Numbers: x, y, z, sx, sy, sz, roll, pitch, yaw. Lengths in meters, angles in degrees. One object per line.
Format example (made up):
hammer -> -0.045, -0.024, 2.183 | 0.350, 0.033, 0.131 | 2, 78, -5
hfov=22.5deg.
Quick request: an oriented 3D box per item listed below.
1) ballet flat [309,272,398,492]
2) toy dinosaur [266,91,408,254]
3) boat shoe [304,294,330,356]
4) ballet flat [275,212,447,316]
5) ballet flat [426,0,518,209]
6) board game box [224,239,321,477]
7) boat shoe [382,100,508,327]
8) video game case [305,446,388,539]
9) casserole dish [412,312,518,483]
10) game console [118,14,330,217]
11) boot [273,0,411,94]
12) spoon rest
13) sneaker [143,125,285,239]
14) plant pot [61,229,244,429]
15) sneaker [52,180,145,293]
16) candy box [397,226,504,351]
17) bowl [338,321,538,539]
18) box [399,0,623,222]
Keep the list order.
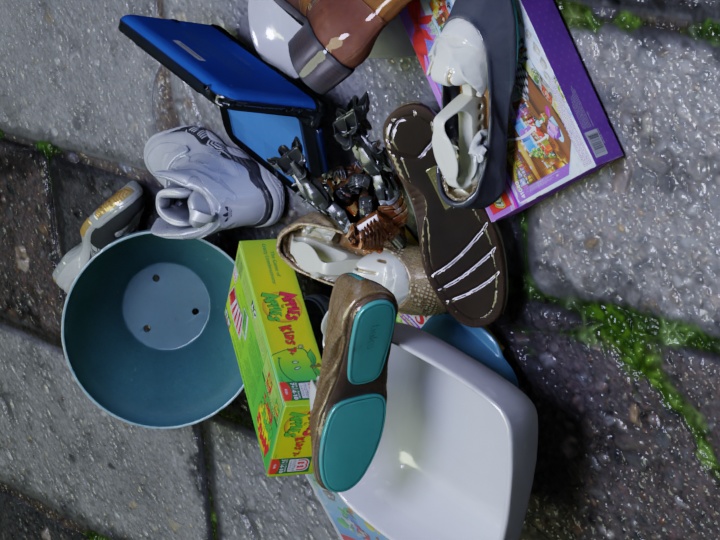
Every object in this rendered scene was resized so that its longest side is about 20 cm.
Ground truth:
ballet flat -> -0.014, 0.088, 1.520 | 0.072, 0.067, 0.201 | 48, 140, 49
toy dinosaur -> 0.004, -0.068, 1.554 | 0.136, 0.102, 0.200 | 54, 174, -17
boat shoe -> -0.039, 0.125, 1.780 | 0.068, 0.056, 0.202 | -2, 105, 50
ballet flat -> 0.000, 0.000, 1.630 | 0.199, 0.065, 0.071 | 18, 113, 40
ballet flat -> 0.086, -0.140, 1.443 | 0.073, 0.073, 0.201 | 23, 123, 42
board game box -> -0.077, 0.078, 1.669 | 0.102, 0.047, 0.201 | 105, 155, -45
boat shoe -> 0.079, -0.052, 1.558 | 0.071, 0.076, 0.201 | -17, 97, 10
video game case -> 0.001, 0.218, 1.744 | 0.142, 0.017, 0.201 | 15, 141, 46
casserole dish -> 0.072, 0.131, 1.630 | 0.121, 0.039, 0.201 | 42, 134, 26
game console -> -0.124, -0.143, 1.679 | 0.200, 0.170, 0.119 | 38, 117, 44
boot -> 0.012, -0.268, 1.496 | 0.200, 0.068, 0.189 | -41, 33, 22
spoon rest -> -0.039, -0.217, 1.627 | 0.199, 0.060, 0.100 | 13, 115, 46
sneaker -> -0.177, -0.088, 1.798 | 0.199, 0.114, 0.076 | 25, 119, 40
plant pot -> -0.201, 0.048, 1.858 | 0.135, 0.199, 0.202 | -112, 9, -79
sneaker -> -0.264, -0.021, 1.984 | 0.088, 0.076, 0.200 | 45, 141, 4
candy box -> 0.045, 0.031, 1.664 | 0.200, 0.026, 0.102 | 51, 135, 21
bowl -> 0.071, 0.150, 1.554 | 0.199, 0.074, 0.201 | 30, 127, 35
box -> 0.120, -0.156, 1.483 | 0.137, 0.039, 0.201 | -28, 84, 51
